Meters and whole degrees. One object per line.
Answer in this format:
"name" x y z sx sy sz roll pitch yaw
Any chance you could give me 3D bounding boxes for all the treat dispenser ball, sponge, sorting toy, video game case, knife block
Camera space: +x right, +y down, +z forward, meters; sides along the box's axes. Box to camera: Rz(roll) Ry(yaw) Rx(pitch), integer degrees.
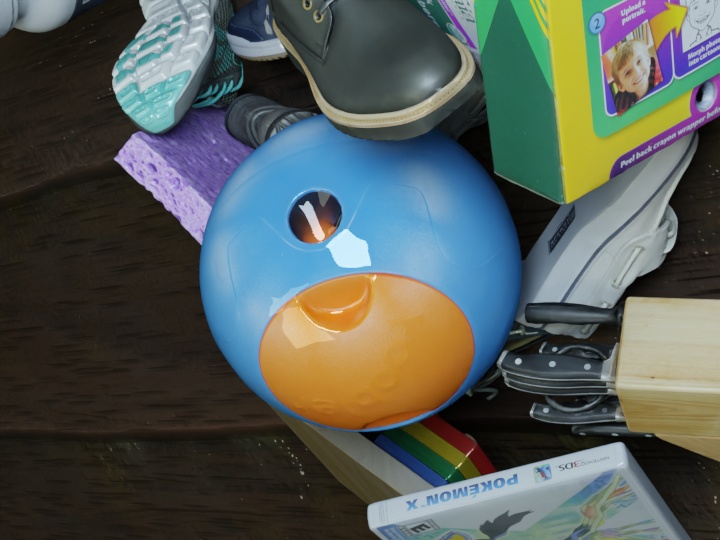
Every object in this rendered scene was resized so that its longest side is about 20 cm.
"treat dispenser ball" 0.000 0.000 1.015 0.201 0.201 0.201 29 140 29
"sponge" -0.096 -0.069 1.179 0.112 0.200 0.030 44 110 1
"sorting toy" 0.034 0.149 1.267 0.199 0.070 0.200 33 167 36
"video game case" 0.127 0.189 1.144 0.182 0.022 0.200 -17 144 18
"knife block" 0.192 0.054 0.994 0.175 0.064 0.200 22 152 -21

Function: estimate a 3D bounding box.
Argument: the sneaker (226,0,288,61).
"sneaker" -0.030 -0.208 1.079 0.200 0.070 0.109 -6 121 43

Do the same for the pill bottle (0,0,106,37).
"pill bottle" -0.220 -0.238 1.156 0.120 0.200 0.120 30 140 29

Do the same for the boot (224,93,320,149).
"boot" 0.001 -0.065 1.176 0.200 0.070 0.132 38 180 -21

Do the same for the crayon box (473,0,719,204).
"crayon box" 0.147 -0.154 0.810 0.058 0.200 0.173 30 141 45

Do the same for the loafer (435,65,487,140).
"loafer" 0.073 -0.119 1.040 0.070 0.070 0.200 21 158 1

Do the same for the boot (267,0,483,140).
"boot" -0.023 -0.154 0.850 0.200 0.077 0.138 37 162 55

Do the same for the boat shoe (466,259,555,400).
"boat shoe" 0.082 0.056 1.185 0.200 0.075 0.062 -38 61 48

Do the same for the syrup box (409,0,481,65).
"syrup box" 0.049 -0.178 0.905 0.079 0.081 0.200 50 172 -35

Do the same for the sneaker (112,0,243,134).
"sneaker" -0.116 -0.147 1.161 0.078 0.200 0.091 -20 123 21

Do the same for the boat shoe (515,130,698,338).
"boat shoe" 0.166 -0.026 1.028 0.066 0.072 0.200 20 129 -13
